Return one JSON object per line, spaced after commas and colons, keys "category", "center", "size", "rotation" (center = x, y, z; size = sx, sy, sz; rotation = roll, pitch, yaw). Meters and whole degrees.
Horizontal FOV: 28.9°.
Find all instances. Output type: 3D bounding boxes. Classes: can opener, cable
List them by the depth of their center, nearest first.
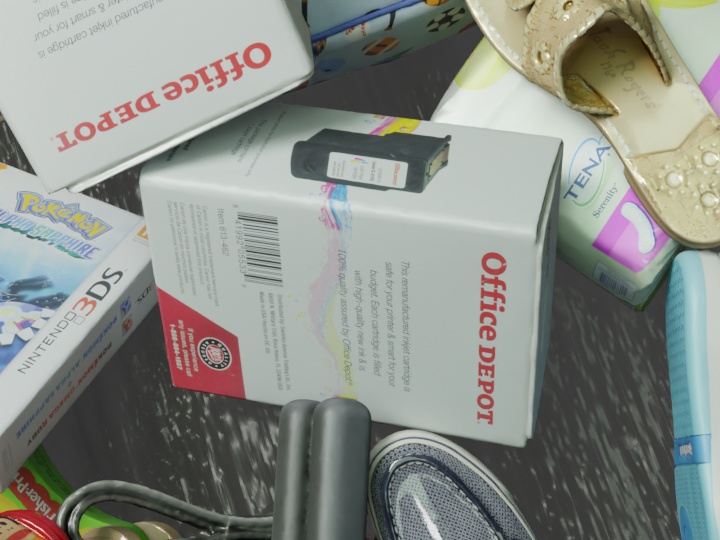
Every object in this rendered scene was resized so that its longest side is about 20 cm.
{"category": "can opener", "center": [-0.010, 0.166, 0.697], "size": [0.053, 0.067, 0.202], "rotation": [-8, 74, 46]}
{"category": "cable", "center": [-0.053, 0.143, 0.722], "size": [0.199, 0.050, 0.098], "rotation": [28, 76, -17]}

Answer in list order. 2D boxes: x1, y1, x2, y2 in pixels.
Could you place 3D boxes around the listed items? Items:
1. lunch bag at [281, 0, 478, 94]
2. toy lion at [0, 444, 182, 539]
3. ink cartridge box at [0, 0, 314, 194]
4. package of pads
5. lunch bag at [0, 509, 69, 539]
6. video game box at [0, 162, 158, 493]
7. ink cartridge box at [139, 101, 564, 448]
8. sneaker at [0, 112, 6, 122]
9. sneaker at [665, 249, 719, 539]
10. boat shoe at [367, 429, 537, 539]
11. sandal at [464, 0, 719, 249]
{"category": "lunch bag", "center": [-0.012, -0.196, 0.783], "size": [0.199, 0.076, 0.161], "rotation": [-20, 77, -14]}
{"category": "toy lion", "center": [-0.206, 0.183, 0.781], "size": [0.200, 0.069, 0.192], "rotation": [44, 97, 17]}
{"category": "ink cartridge box", "center": [-0.125, -0.158, 0.657], "size": [0.144, 0.085, 0.201], "rotation": [-23, 111, 5]}
{"category": "package of pads", "center": [0.142, -0.103, 0.759], "size": [0.154, 0.068, 0.201], "rotation": [33, 86, 16]}
{"category": "lunch bag", "center": [-0.193, 0.234, 0.697], "size": [0.175, 0.082, 0.201], "rotation": [-23, 93, 25]}
{"category": "video game box", "center": [-0.230, 0.012, 0.775], "size": [0.199, 0.047, 0.182], "rotation": [20, 43, 14]}
{"category": "ink cartridge box", "center": [0.000, 0.000, 0.722], "size": [0.199, 0.146, 0.083], "rotation": [9, 40, 13]}
{"category": "sneaker", "center": [-0.166, -0.169, 0.739], "size": [0.200, 0.075, 0.071], "rotation": [-50, 55, 18]}
{"category": "sneaker", "center": [0.226, 0.087, 0.700], "size": [0.130, 0.080, 0.202], "rotation": [-3, 89, 0]}
{"category": "boat shoe", "center": [0.068, 0.169, 0.683], "size": [0.074, 0.093, 0.201], "rotation": [-36, 89, 3]}
{"category": "sandal", "center": [0.124, -0.107, 0.690], "size": [0.077, 0.070, 0.212], "rotation": [-36, 78, 1]}
